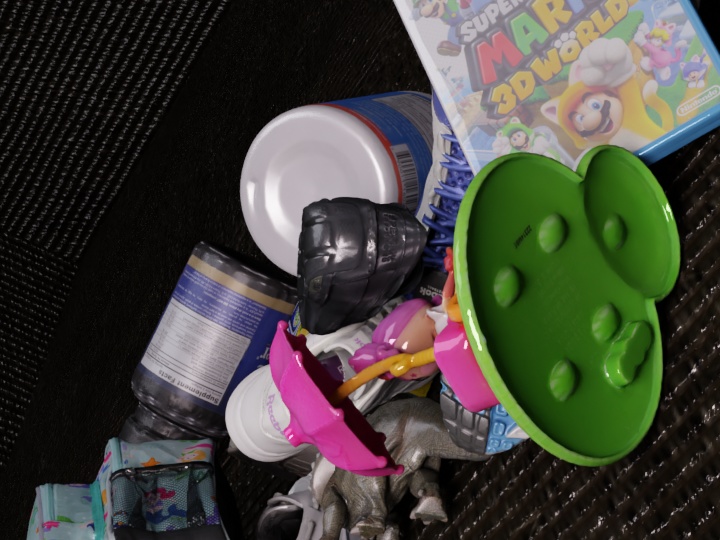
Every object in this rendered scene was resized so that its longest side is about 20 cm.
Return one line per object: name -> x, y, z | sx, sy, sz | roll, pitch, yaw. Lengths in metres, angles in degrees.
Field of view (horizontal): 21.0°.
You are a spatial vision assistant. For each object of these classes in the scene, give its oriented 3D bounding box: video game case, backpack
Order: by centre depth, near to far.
video game case -> 0.102, -0.132, 1.042 | 0.143, 0.018, 0.200 | -30, 62, 14
backpack -> -0.138, 0.202, 1.236 | 0.200, 0.150, 0.178 | -97, 9, -68

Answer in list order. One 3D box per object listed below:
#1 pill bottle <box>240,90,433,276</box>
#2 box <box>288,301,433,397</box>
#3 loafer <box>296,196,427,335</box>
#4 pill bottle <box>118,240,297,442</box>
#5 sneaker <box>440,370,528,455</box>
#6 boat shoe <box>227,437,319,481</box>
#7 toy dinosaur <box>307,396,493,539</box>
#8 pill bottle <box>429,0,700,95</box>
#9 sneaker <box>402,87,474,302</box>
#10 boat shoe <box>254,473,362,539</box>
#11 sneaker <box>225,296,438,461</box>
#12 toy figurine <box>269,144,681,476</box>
pill bottle -> 0.015, -0.061, 1.280 | 0.112, 0.112, 0.200 | -59, -19, 21
box -> 0.004, 0.040, 1.368 | 0.064, 0.070, 0.200 | -67, 13, -3
loafer -> 0.000, 0.000, 1.088 | 0.201, 0.070, 0.068 | 114, 156, -81
pill bottle -> -0.141, 0.082, 1.776 | 0.200, 0.112, 0.112 | -64, 13, 4
sneaker -> 0.100, 0.013, 1.075 | 0.087, 0.075, 0.200 | 107, -172, -77
boat shoe -> -0.050, 0.113, 1.444 | 0.072, 0.076, 0.200 | -65, 14, -11
toy dinosaur -> 0.015, 0.119, 1.164 | 0.200, 0.077, 0.102 | 124, 153, -48
pill bottle -> 0.130, -0.151, 1.147 | 0.200, 0.106, 0.106 | -47, 22, 51
sneaker -> 0.069, -0.035, 1.135 | 0.200, 0.080, 0.115 | 92, -163, -53
boat shoe -> -0.037, 0.173, 1.285 | 0.074, 0.065, 0.200 | -64, 12, 6
sneaker -> 0.012, 0.052, 1.205 | 0.200, 0.075, 0.100 | -37, 4, -25
toy figurine -> 0.042, 0.029, 0.967 | 0.184, 0.150, 0.200 | -22, 17, 39
